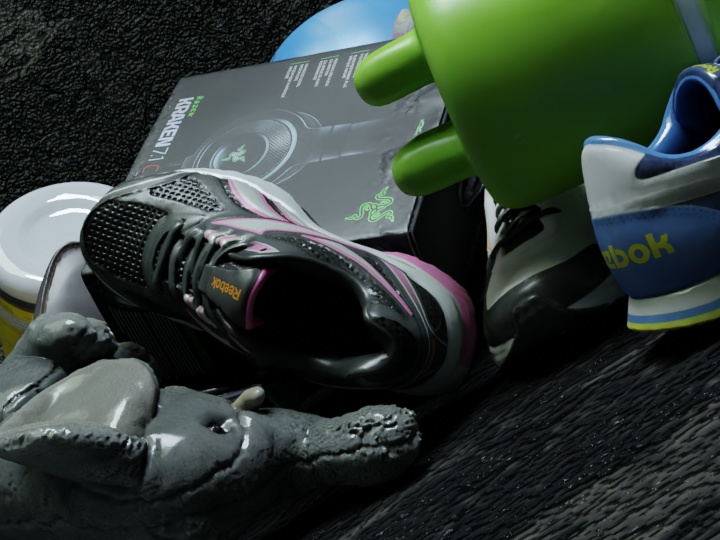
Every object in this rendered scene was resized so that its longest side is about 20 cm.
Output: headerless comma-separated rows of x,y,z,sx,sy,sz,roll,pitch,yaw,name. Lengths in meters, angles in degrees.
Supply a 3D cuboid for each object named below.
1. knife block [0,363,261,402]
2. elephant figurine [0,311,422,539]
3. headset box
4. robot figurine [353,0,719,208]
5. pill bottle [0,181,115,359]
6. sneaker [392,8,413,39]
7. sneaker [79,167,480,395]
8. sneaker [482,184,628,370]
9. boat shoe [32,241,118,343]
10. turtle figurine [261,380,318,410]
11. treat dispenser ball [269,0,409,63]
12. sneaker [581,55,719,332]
-0.155,0.061,0.955,0.064,0.199,0.177,-23,40,61,knife block
-0.099,0.090,0.682,0.199,0.141,0.156,10,70,59,elephant figurine
-0.020,-0.033,0.846,0.198,0.093,0.175,-6,40,24,headset box
0.098,-0.101,0.679,0.199,0.177,0.116,-22,4,11,robot figurine
-0.185,0.049,1.065,0.112,0.112,0.201,-36,-37,-33,pill bottle
0.105,-0.145,0.949,0.199,0.089,0.081,-23,14,-21,sneaker
-0.047,0.002,0.712,0.198,0.081,0.086,14,7,23,sneaker
0.083,-0.016,0.750,0.073,0.080,0.200,-28,9,17,sneaker
-0.144,0.061,0.860,0.074,0.201,0.074,-2,-35,-13,boat shoe
0.000,0.000,0.950,0.200,0.101,0.149,-38,31,-30,turtle figurine
0.020,-0.095,1.122,0.200,0.202,0.201,-32,6,4,treat dispenser ball
0.170,-0.057,0.599,0.199,0.083,0.074,-32,4,-16,sneaker
